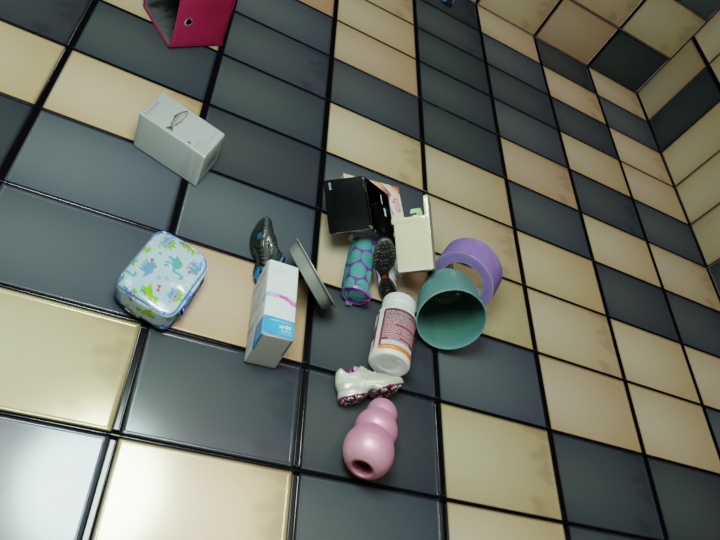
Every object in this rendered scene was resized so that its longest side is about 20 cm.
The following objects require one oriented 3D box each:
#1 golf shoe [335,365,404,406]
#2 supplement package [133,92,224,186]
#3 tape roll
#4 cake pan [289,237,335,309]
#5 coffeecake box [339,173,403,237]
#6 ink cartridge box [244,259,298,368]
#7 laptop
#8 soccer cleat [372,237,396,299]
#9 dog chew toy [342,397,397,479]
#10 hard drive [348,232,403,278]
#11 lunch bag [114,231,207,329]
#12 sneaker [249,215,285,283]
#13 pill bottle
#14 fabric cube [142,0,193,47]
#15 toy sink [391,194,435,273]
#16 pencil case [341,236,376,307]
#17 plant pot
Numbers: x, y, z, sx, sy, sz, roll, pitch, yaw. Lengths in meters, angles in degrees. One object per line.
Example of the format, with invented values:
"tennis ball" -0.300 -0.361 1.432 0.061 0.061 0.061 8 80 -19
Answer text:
"golf shoe" 0.022 0.276 1.467 0.195 0.076 0.094 -2 56 -34
"supplement package" -0.483 -0.349 1.559 0.197 0.118 0.119 32 47 -7
"tape roll" 0.320 0.012 1.752 0.199 0.201 0.085 42 46 3
"cake pan" -0.126 0.014 1.495 0.036 0.201 0.204 -29 73 -4
"coffeecake box" 0.028 -0.190 1.761 0.194 0.073 0.158 9 55 -27
"ink cartridge box" -0.211 0.103 1.391 0.082 0.145 0.205 14 52 -21
"laptop" 0.000 -0.164 1.670 0.198 0.101 0.183 28 46 -48
"soccer cleat" 0.068 -0.015 1.632 0.066 0.205 0.074 -7 38 1
"dog chew toy" 0.033 0.384 1.370 0.123 0.125 0.202 35 38 -5
"hard drive" 0.069 -0.082 1.780 0.198 0.026 0.133 37 47 -5
"lunch bag" -0.451 0.024 1.339 0.158 0.083 0.203 31 47 -7
"sneaker" -0.243 -0.048 1.542 0.080 0.072 0.206 19 54 -40
"pill bottle" 0.090 0.168 1.556 0.112 0.115 0.204 25 49 -13
"fabric cube" -0.534 -0.843 1.823 0.196 0.197 0.203 -20 69 -41
"toy sink" 0.150 -0.098 1.653 0.108 0.130 0.208 -5 88 10
"pencil case" 0.000 0.000 1.637 0.092 0.084 0.204 38 42 -29
"plant pot" 0.249 0.092 1.661 0.196 0.203 0.163 24 30 -14
